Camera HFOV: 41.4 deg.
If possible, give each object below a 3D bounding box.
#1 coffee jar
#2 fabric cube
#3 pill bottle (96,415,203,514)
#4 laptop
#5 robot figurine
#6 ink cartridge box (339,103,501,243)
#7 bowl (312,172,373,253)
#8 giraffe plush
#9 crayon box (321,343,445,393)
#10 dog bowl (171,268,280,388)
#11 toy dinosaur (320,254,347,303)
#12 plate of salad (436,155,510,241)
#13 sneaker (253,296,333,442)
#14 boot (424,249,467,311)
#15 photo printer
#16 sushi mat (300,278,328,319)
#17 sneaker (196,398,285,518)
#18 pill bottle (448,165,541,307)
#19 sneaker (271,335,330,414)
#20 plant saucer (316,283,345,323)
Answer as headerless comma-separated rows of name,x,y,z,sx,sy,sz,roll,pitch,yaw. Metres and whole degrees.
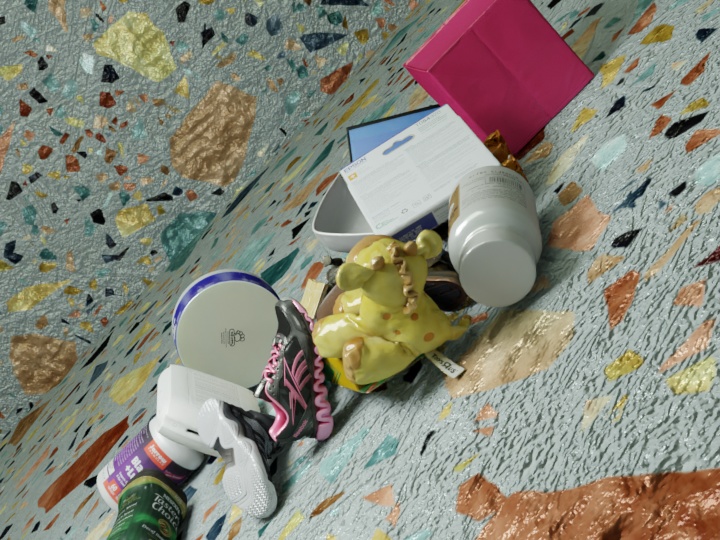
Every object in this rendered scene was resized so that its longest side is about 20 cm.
coffee jar,-0.315,0.381,1.400,0.085,0.104,0.200,-40,18,12
fabric cube,0.220,-0.329,1.561,0.200,0.199,0.196,-45,16,5
pill bottle,-0.333,0.312,1.588,0.200,0.111,0.111,-45,17,7
laptop,0.056,-0.218,1.590,0.177,0.104,0.200,-14,2,9
robot figurine,0.136,-0.120,1.398,0.200,0.058,0.145,-29,40,9
ink cartridge box,0.086,-0.135,1.371,0.196,0.043,0.200,-31,38,3
bowl,0.036,-0.097,1.598,0.199,0.075,0.200,-2,39,23
giraffe plush,0.031,0.029,1.135,0.200,0.163,0.173,16,47,37
crayon box,0.013,0.101,1.274,0.127,0.051,0.200,-31,12,-19
dog bowl,-0.223,0.103,1.647,0.200,0.200,0.079,-46,20,0
toy dinosaur,0.000,0.000,1.549,0.200,0.077,0.102,-21,-6,29
plate of salad,0.153,-0.112,1.467,0.200,0.048,0.200,-21,41,19
sneaker,-0.098,0.137,1.262,0.095,0.201,0.079,-11,5,-20
boot,0.105,0.000,1.304,0.097,0.075,0.200,-55,17,-18
photo printer,-0.232,0.222,1.465,0.070,0.166,0.200,-67,16,7
sushi mat,-0.100,0.110,1.531,0.201,0.012,0.096,-71,20,0
sneaker,-0.140,0.254,1.315,0.076,0.114,0.200,-57,48,21
pill bottle,0.165,-0.042,1.181,0.114,0.114,0.200,-39,18,23
sneaker,-0.086,0.158,1.408,0.086,0.078,0.200,-6,28,-3
plant saucer,0.006,0.026,1.388,0.200,0.034,0.200,-39,-15,-13
